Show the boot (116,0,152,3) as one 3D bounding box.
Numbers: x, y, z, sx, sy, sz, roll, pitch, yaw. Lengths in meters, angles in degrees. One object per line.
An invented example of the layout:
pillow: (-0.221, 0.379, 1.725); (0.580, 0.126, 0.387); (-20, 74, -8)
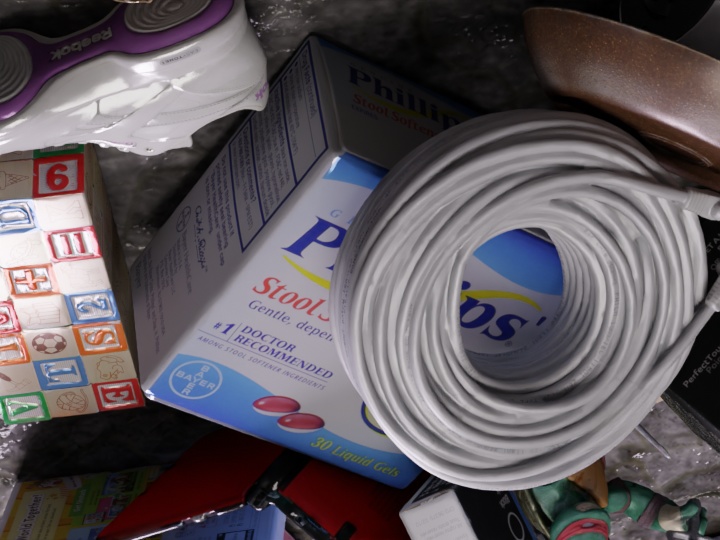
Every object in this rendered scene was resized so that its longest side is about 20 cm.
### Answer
boot: (-0.088, -0.208, 1.278); (0.073, 0.076, 0.201); (8, 138, -13)

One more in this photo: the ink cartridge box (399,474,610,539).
ink cartridge box: (0.107, 0.190, 1.590); (0.043, 0.198, 0.201); (-21, 98, 22)

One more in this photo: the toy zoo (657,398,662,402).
toy zoo: (0.105, 0.038, 1.642); (0.131, 0.021, 0.200); (-26, 136, 24)

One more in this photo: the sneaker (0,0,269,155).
sneaker: (-0.141, -0.085, 1.423); (0.199, 0.075, 0.100); (-15, 139, 13)

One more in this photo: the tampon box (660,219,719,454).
tampon box: (0.266, 0.058, 1.505); (0.150, 0.200, 0.126); (-47, 132, -1)

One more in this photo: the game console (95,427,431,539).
game console: (-0.031, 0.146, 1.606); (0.172, 0.200, 0.119); (40, 113, 3)

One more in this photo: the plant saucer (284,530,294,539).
plant saucer: (-0.134, 0.222, 1.815); (0.199, 0.051, 0.201); (-3, 143, -2)

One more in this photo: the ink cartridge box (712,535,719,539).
ink cartridge box: (0.286, 0.219, 1.871); (0.199, 0.042, 0.120); (-16, 139, 16)

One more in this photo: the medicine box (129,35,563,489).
medicine box: (0.000, 0.000, 1.498); (0.181, 0.103, 0.200); (22, 126, -27)

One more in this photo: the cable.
cable: (0.081, 0.012, 1.399); (0.199, 0.069, 0.201); (28, 97, -27)

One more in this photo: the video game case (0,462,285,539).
video game case: (-0.136, 0.164, 1.651); (0.181, 0.200, 0.023); (-8, 107, 4)

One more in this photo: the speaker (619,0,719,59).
speaker: (0.229, -0.111, 1.425); (0.199, 0.082, 0.081); (28, 131, -33)

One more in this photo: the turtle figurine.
turtle figurine: (0.126, 0.098, 1.538); (0.100, 0.201, 0.150); (-24, 135, 10)

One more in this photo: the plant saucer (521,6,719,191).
plant saucer: (0.168, -0.077, 1.394); (0.199, 0.037, 0.200); (24, 175, 2)

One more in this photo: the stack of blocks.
stack of blocks: (-0.194, 0.004, 1.540); (0.114, 0.059, 0.201); (-7, 141, 3)
